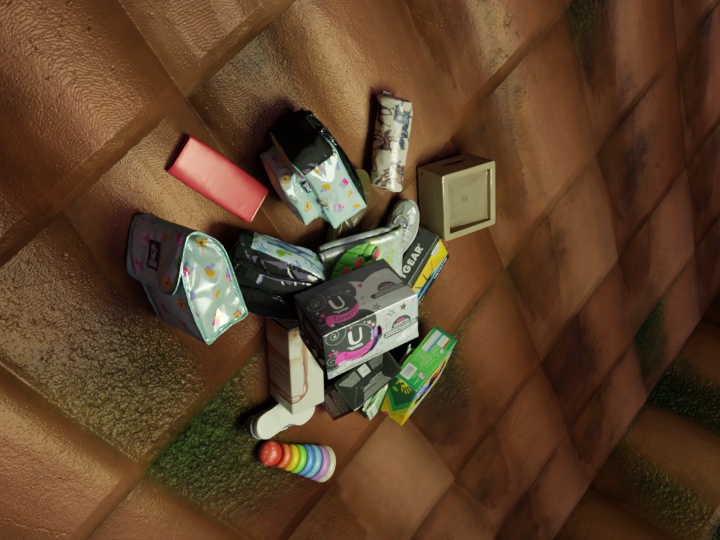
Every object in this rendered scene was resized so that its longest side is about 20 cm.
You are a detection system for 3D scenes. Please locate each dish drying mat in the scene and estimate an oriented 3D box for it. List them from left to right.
[{"bbox_3d":[-0.253,-0.162,1.175,0.199,0.018,0.077,33,85,-47],"label":"dish drying mat"}]

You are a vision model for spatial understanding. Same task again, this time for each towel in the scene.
[{"bbox_3d":[0.000,0.000,1.372,0.198,0.048,0.173,-17,135,-20],"label":"towel"},{"bbox_3d":[0.073,0.285,1.636,0.201,0.023,0.153,-53,164,-13],"label":"towel"}]

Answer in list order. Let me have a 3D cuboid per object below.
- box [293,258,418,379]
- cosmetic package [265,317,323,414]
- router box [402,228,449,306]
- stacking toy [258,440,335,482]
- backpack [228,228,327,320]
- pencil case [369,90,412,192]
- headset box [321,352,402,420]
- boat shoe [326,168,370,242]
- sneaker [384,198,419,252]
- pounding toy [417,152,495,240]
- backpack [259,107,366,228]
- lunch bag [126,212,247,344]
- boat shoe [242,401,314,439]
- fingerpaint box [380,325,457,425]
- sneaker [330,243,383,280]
[{"bbox_3d":[-0.006,0.085,1.206,0.198,0.132,0.116,-23,132,-19],"label":"box"},{"bbox_3d":[-0.140,0.187,1.378,0.087,0.103,0.203,-18,119,-34],"label":"cosmetic package"},{"bbox_3d":[0.131,0.016,1.559,0.201,0.051,0.149,-58,155,-5],"label":"router box"},{"bbox_3d":[-0.151,0.432,1.498,0.199,0.085,0.086,28,89,-42],"label":"stacking toy"},{"bbox_3d":[-0.157,0.016,1.242,0.198,0.154,0.165,20,113,-6],"label":"backpack"},{"bbox_3d":[0.060,-0.272,1.372,0.077,0.089,0.203,-6,111,-35],"label":"pencil case"},{"bbox_3d":[-0.010,0.262,1.489,0.148,0.078,0.200,-36,174,-26],"label":"headset box"},{"bbox_3d":[-0.033,-0.118,1.382,0.072,0.063,0.204,6,98,-36],"label":"boat shoe"},{"bbox_3d":[0.080,-0.065,1.468,0.082,0.074,0.202,-30,140,-82],"label":"sneaker"},{"bbox_3d":[0.238,-0.177,1.565,0.198,0.142,0.186,-19,119,-26],"label":"pounding toy"},{"bbox_3d":[-0.084,-0.174,1.220,0.153,0.176,0.200,-42,133,2],"label":"backpack"},{"bbox_3d":[-0.301,0.004,1.094,0.122,0.169,0.202,-40,131,-32],"label":"lunch bag"},{"bbox_3d":[-0.179,0.319,1.437,0.199,0.061,0.074,-17,92,-55],"label":"boat shoe"},{"bbox_3d":[0.148,0.265,1.632,0.200,0.073,0.168,-42,158,-39],"label":"fingerpaint box"},{"bbox_3d":[-0.022,0.029,1.314,0.201,0.077,0.084,-55,164,11],"label":"sneaker"}]
